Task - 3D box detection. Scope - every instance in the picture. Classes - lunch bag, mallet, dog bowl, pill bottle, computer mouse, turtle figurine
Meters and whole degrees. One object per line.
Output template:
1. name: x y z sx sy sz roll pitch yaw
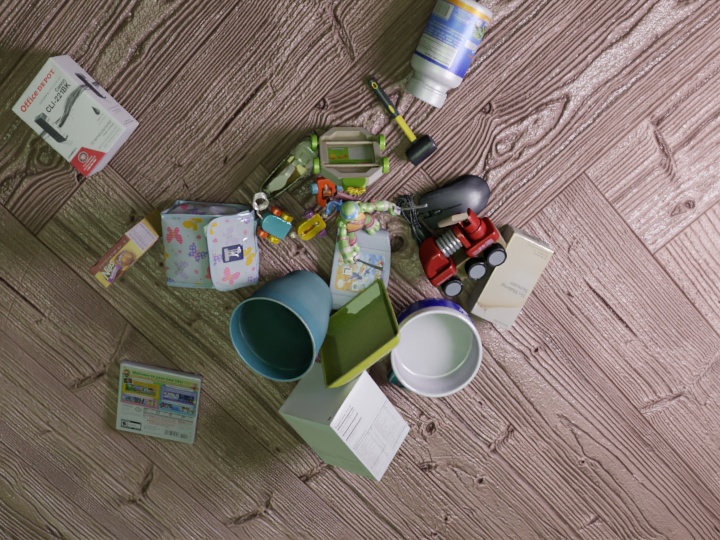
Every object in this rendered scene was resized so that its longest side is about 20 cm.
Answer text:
1. lunch bag: -0.317 -0.054 1.459 0.196 0.128 0.173 5 112 5
2. mallet: 0.089 -0.318 1.407 0.065 0.041 0.202 -28 102 13
3. dog bowl: 0.160 0.166 1.470 0.196 0.079 0.204 0 109 -1
4. pill bottle: 0.166 -0.428 1.324 0.110 0.112 0.203 23 109 -6
5. computer mouse: 0.188 -0.131 1.455 0.197 0.053 0.140 -26 105 11
6. turtle figurine: 0.018 -0.071 1.374 0.196 0.194 0.147 12 85 1

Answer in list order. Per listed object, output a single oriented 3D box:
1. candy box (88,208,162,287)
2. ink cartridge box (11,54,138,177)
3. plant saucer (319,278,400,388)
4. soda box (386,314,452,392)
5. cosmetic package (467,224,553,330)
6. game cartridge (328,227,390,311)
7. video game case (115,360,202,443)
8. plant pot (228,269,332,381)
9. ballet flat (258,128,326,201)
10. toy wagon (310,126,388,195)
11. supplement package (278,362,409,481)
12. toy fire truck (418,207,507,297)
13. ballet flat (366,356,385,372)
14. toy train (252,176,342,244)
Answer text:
1. candy box: -0.481 -0.051 1.432 0.116 0.200 0.057 -40 103 15
2. ink cartridge box: -0.589 -0.320 1.407 0.200 0.084 0.144 44 106 -11
3. plant saucer: 0.002 0.142 1.454 0.199 0.201 0.048 -38 122 15
4. soda box: 0.132 0.172 1.550 0.063 0.069 0.202 26 107 -7
5. cosmetic package: 0.326 0.015 1.489 0.102 0.073 0.203 23 107 -6
6. game cartridge: 0.000 0.000 1.518 0.130 0.042 0.204 10 109 3
7. video game case: -0.492 0.322 1.654 0.196 0.022 0.185 11 109 -1
8. plant pot: -0.152 0.101 1.463 0.196 0.188 0.204 10 120 17
9. ballet flat: -0.141 -0.214 1.429 0.199 0.075 0.068 -42 99 14
10. toy wagon: -0.021 -0.216 1.362 0.152 0.203 0.040 -2 141 -6
11. supplement package: -0.035 0.331 1.508 0.189 0.148 0.201 0 135 48
12. toy fire truck: 0.190 -0.056 1.406 0.175 0.130 0.200 -35 125 16
13. ballet flat: 0.017 0.194 1.575 0.199 0.068 0.072 -40 122 10
14. toy train: -0.136 -0.137 1.452 0.196 0.056 0.153 -13 121 -16
